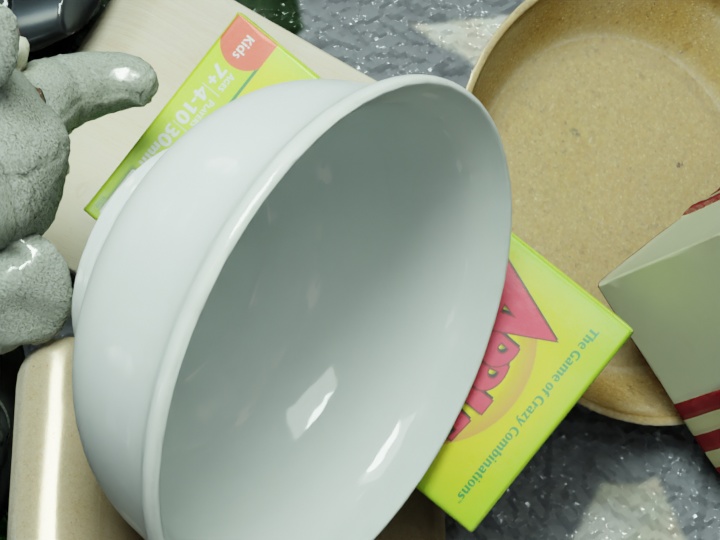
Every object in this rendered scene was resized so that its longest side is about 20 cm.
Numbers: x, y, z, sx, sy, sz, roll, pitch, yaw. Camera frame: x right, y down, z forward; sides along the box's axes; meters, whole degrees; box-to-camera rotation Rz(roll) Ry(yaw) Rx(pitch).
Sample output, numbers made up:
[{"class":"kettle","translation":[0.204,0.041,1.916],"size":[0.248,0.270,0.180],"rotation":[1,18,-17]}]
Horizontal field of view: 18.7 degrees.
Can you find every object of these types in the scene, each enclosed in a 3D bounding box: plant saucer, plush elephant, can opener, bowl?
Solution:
[{"class":"plant saucer","translation":[0.119,-0.032,0.955],"size":[0.199,0.035,0.201],"rotation":[3,83,-27]},{"class":"plush elephant","translation":[-0.154,-0.064,0.815],"size":[0.154,0.165,0.200],"rotation":[21,40,26]},{"class":"can opener","translation":[-0.129,-0.159,1.008],"size":[0.078,0.064,0.201],"rotation":[-4,43,21]},{"class":"bowl","translation":[-0.038,0.014,0.774],"size":[0.090,0.202,0.201],"rotation":[25,57,29]}]

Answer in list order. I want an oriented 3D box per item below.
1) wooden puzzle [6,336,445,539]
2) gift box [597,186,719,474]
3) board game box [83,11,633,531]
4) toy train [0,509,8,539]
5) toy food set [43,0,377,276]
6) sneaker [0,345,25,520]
[{"class":"wooden puzzle","translation":[-0.052,0.138,0.827],"size":[0.199,0.046,0.186],"rotation":[21,56,-36]},{"class":"gift box","translation":[0.219,0.003,0.869],"size":[0.184,0.187,0.200],"rotation":[-41,97,-26]},{"class":"board game box","translation":[0.000,0.000,0.873],"size":[0.200,0.048,0.102],"rotation":[39,93,6]},{"class":"toy train","translation":[-0.106,0.134,0.858],"size":[0.056,0.042,0.201],"rotation":[-8,62,-26]},{"class":"toy food set","translation":[-0.056,-0.030,0.955],"size":[0.199,0.060,0.144],"rotation":[29,72,9]},{"class":"sneaker","translation":[-0.150,0.081,0.781],"size":[0.076,0.087,0.201],"rotation":[35,45,-21]}]
